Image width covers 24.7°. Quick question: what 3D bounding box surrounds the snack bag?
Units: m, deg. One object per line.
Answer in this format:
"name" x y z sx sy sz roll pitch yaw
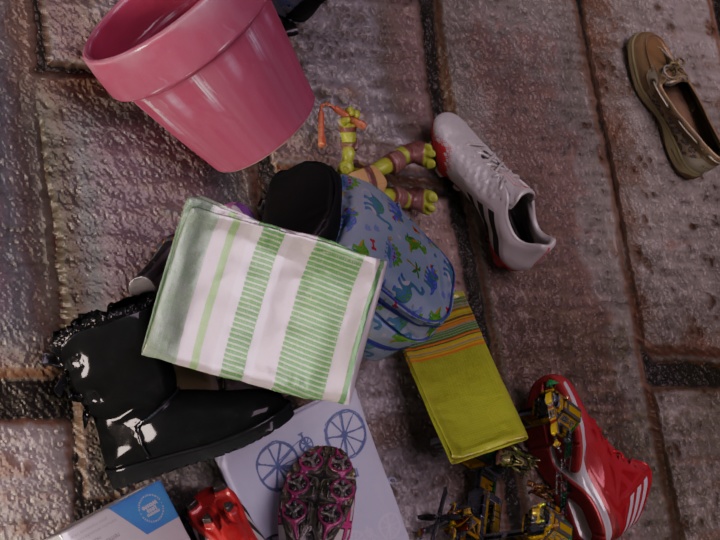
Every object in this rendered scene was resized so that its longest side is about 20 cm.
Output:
"snack bag" -0.041 0.236 1.639 0.189 0.021 0.200 -24 94 -38

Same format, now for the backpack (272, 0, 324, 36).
"backpack" -0.087 -0.388 1.771 0.190 0.154 0.200 31 61 -9

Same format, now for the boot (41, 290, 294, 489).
"boot" -0.179 0.098 1.515 0.198 0.073 0.163 -20 98 4

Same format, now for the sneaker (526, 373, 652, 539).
"sneaker" 0.256 0.203 1.835 0.116 0.078 0.200 -17 95 -45

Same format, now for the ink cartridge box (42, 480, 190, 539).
"ink cartridge box" -0.193 0.307 1.487 0.116 0.068 0.200 -27 89 -37

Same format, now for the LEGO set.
"LEGO set" 0.140 0.197 1.693 0.116 0.154 0.200 36 59 -39

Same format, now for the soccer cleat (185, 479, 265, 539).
"soccer cleat" -0.102 0.278 1.501 0.069 0.085 0.200 -29 46 -8

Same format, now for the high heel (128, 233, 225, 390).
"high heel" -0.157 0.066 1.615 0.143 0.071 0.200 -59 133 -64

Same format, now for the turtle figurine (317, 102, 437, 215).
"turtle figurine" 0.009 -0.082 1.769 0.161 0.064 0.200 -10 90 -41

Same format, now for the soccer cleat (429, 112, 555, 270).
"soccer cleat" 0.149 -0.094 1.843 0.069 0.085 0.200 -27 89 -38

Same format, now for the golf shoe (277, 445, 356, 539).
"golf shoe" -0.047 0.264 1.579 0.073 0.092 0.200 7 54 1

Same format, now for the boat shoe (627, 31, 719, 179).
"boat shoe" 0.404 -0.217 2.083 0.073 0.063 0.200 -23 86 -37

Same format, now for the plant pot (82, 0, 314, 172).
"plant pot" -0.147 -0.204 1.643 0.179 0.200 0.200 53 51 -27

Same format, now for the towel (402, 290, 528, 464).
"towel" 0.100 0.107 1.712 0.086 0.018 0.200 -19 52 -5

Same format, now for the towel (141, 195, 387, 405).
"towel" -0.084 0.030 1.500 0.200 0.023 0.153 17 81 -17

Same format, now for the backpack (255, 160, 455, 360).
"backpack" 0.000 0.000 1.634 0.200 0.154 0.163 59 24 -33

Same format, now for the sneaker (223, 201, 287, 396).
"sneaker" -0.091 0.023 1.660 0.088 0.080 0.200 -24 92 -44
